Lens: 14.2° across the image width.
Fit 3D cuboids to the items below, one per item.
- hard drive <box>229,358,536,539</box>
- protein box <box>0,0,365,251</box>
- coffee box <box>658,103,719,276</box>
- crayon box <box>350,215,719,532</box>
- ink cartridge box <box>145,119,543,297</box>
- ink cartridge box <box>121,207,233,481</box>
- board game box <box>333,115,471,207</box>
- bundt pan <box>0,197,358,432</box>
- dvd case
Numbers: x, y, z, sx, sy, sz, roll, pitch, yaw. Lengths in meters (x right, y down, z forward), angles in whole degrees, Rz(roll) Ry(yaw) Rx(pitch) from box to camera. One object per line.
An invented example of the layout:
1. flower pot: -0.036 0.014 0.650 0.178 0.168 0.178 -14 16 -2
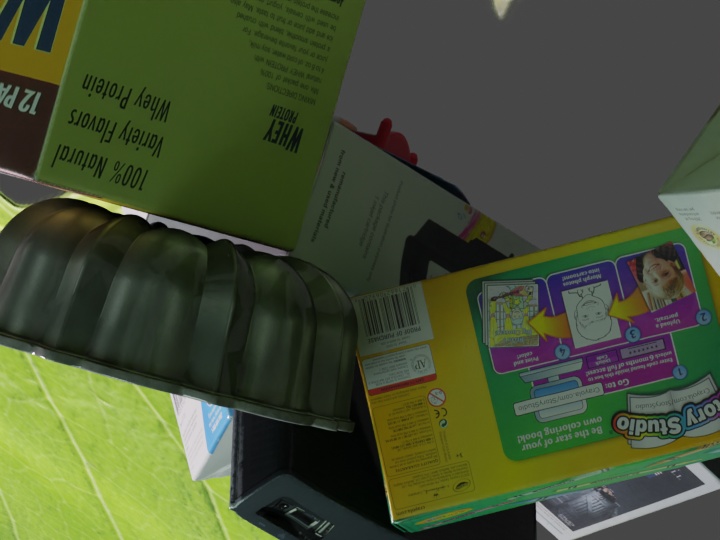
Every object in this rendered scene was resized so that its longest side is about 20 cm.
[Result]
1. hard drive: 0.018 0.102 1.530 0.200 0.135 0.042 28 139 -34
2. protein box: -0.111 -0.134 1.370 0.135 0.200 0.198 16 180 36
3. coffee box: 0.241 -0.004 1.324 0.080 0.114 0.200 -6 130 53
4. crayon box: 0.102 0.051 1.456 0.200 0.119 0.058 -14 168 6
5. ink cartridge box: 0.000 0.000 1.589 0.200 0.083 0.146 30 160 -35
6. ink cartridge box: -0.084 0.011 1.728 0.116 0.068 0.200 122 135 -63
7. board game box: -0.026 -0.076 1.597 0.200 0.039 0.158 24 164 -20
8. bundt pan: -0.090 0.016 1.385 0.202 0.076 0.202 16 180 0
9. dvd case: 0.119 0.092 1.719 0.150 0.025 0.200 42 153 -9
